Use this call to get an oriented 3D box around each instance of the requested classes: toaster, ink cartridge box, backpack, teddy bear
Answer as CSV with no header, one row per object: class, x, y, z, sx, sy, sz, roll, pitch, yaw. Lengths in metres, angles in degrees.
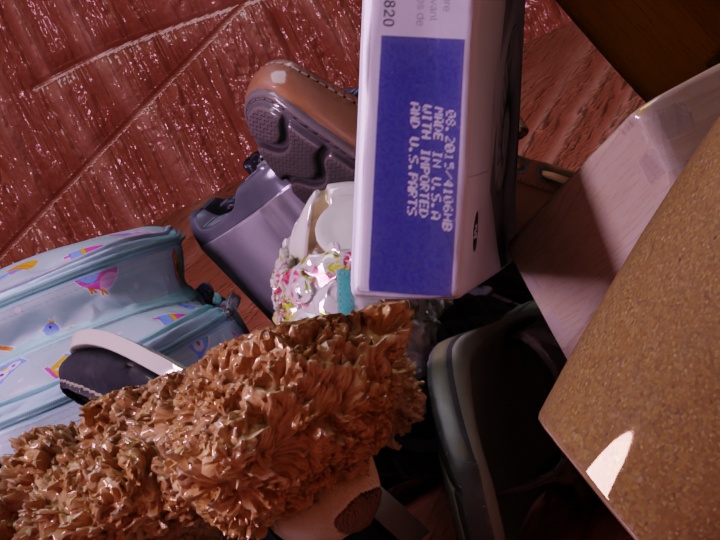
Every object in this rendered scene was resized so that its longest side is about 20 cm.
toaster,0.004,-0.014,1.239,0.114,0.129,0.200,-42,5,-19
ink cartridge box,0.034,-0.097,0.899,0.040,0.201,0.200,3,7,8
backpack,-0.129,0.066,1.240,0.175,0.154,0.200,-21,11,-1
teddy bear,-0.048,0.065,0.866,0.199,0.067,0.145,-20,-7,41

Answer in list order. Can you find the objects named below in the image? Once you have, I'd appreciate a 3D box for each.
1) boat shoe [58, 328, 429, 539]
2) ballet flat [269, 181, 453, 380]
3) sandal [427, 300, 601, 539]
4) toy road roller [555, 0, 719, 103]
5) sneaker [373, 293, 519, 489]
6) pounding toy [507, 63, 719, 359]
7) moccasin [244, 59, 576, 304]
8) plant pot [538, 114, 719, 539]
boat shoe,-0.061,0.076,1.006,0.200,0.072,0.068,29,83,46
ballet flat,0.000,0.000,1.013,0.075,0.064,0.200,-5,11,-3
sandal,0.069,0.050,0.955,0.057,0.080,0.201,-9,13,21
toy road roller,0.144,-0.129,0.901,0.146,0.123,0.200,-44,-13,24
sneaker,-0.013,0.069,1.118,0.199,0.076,0.091,-26,1,-11
pounding toy,0.184,-0.012,0.845,0.199,0.143,0.184,-26,-7,-16
moccasin,0.046,-0.041,1.107,0.074,0.200,0.078,142,148,-68
plant pot,0.149,0.008,0.662,0.200,0.187,0.186,-42,7,2
